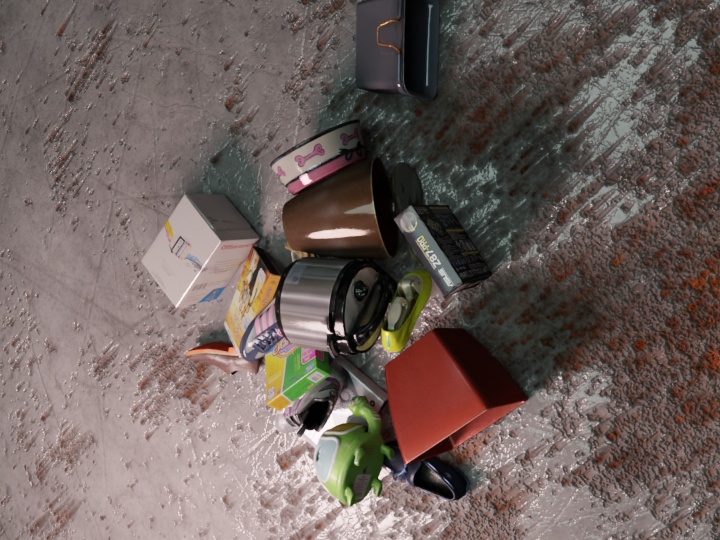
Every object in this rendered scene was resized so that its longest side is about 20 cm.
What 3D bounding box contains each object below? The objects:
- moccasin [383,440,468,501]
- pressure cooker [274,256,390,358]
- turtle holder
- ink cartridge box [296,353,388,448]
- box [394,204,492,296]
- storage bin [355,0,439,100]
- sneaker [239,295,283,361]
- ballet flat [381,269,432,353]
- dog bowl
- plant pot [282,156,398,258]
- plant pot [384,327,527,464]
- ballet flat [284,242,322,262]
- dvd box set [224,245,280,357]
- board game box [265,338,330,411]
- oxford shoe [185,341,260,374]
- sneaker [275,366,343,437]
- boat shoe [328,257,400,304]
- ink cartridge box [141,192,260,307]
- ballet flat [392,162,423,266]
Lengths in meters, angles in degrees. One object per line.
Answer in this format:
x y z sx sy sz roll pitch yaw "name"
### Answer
0.118 0.393 1.373 0.196 0.068 0.083 13 101 28 "moccasin"
-0.041 0.068 1.290 0.195 0.177 0.181 3 90 31 "pressure cooker"
-0.023 0.358 1.365 0.130 0.139 0.191 19 118 38 "turtle holder"
-0.062 0.286 1.473 0.198 0.040 0.203 37 110 20 "ink cartridge box"
0.154 -0.041 1.242 0.049 0.199 0.163 -35 80 24 "box"
0.057 -0.424 1.301 0.132 0.144 0.206 4 96 36 "storage bin"
-0.179 0.120 1.427 0.201 0.070 0.082 -52 32 10 "sneaker"
0.086 0.059 1.295 0.065 0.203 0.068 3 139 29 "ballet flat"
-0.075 -0.216 1.353 0.197 0.200 0.075 -24 94 27 "dog bowl"
-0.044 -0.101 1.326 0.195 0.187 0.193 -10 90 15 "plant pot"
0.158 0.217 1.279 0.199 0.198 0.179 -39 66 24 "plant pot"
-0.091 0.009 1.436 0.072 0.068 0.202 -35 89 7 "ballet flat"
-0.239 0.067 1.511 0.147 0.029 0.204 48 120 54 "dvd box set"
-0.136 0.165 1.437 0.152 0.040 0.203 -38 40 25 "board game box"
-0.318 0.206 1.584 0.195 0.071 0.075 -2 99 27 "oxford shoe"
-0.117 0.295 1.396 0.077 0.141 0.200 36 116 -12 "sneaker"
-0.001 0.003 1.400 0.199 0.068 0.074 42 111 18 "boat shoe"
-0.353 -0.048 1.535 0.145 0.146 0.201 47 112 16 "ink cartridge box"
0.096 -0.108 1.351 0.046 0.066 0.205 -14 91 57 "ballet flat"
